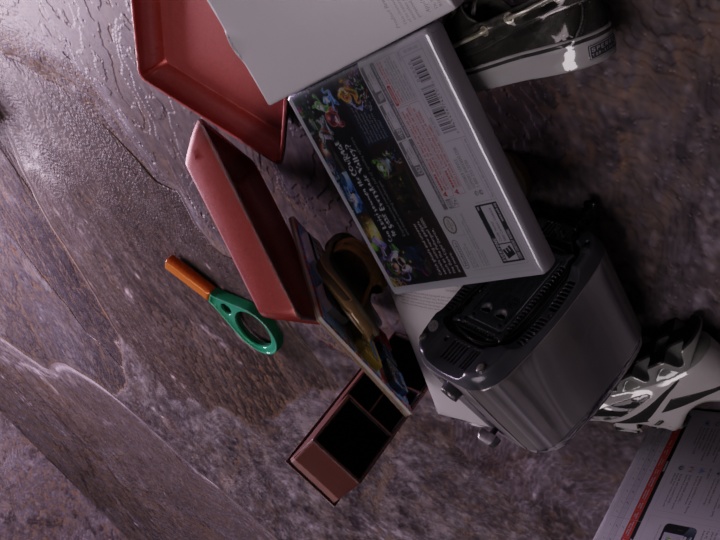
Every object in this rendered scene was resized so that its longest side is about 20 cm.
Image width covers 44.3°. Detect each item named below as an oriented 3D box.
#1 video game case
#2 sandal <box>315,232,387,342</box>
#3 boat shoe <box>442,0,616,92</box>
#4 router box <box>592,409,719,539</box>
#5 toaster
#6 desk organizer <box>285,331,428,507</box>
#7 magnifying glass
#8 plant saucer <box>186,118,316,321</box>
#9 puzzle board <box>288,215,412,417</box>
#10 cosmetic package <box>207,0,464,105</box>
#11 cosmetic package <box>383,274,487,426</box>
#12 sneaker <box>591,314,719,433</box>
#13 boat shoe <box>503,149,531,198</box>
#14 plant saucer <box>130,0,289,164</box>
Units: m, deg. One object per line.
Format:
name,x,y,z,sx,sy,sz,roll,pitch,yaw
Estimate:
video game case,0.044,-0.077,0.708,0.180,0.023,0.202,-9,115,52
sandal,0.000,0.000,0.868,0.054,0.200,0.081,-36,105,13
boat shoe,0.094,-0.171,0.654,0.198,0.070,0.065,-3,115,46
router box,0.298,0.206,0.723,0.178,0.200,0.049,-1,127,46
toaster,0.152,0.052,0.743,0.113,0.200,0.130,23,157,54
desk organizer,0.014,0.148,0.957,0.072,0.200,0.077,41,144,1
magnifying glass,-0.188,0.046,1.214,0.199,0.022,0.080,38,146,10
plant saucer,-0.099,-0.031,0.867,0.202,0.036,0.200,62,-176,8
puzzle board,-0.011,0.039,0.896,0.151,0.017,0.201,50,-170,-31
cosmetic package,-0.015,-0.219,0.666,0.198,0.081,0.114,-13,115,41
cosmetic package,0.106,0.052,0.861,0.106,0.085,0.202,9,134,40
sneaker,0.246,0.115,0.792,0.089,0.074,0.199,45,143,-10
boat shoe,0.054,-0.068,0.796,0.198,0.072,0.073,8,133,41
plant saucer,-0.139,-0.228,0.856,0.198,0.037,0.201,32,144,16
